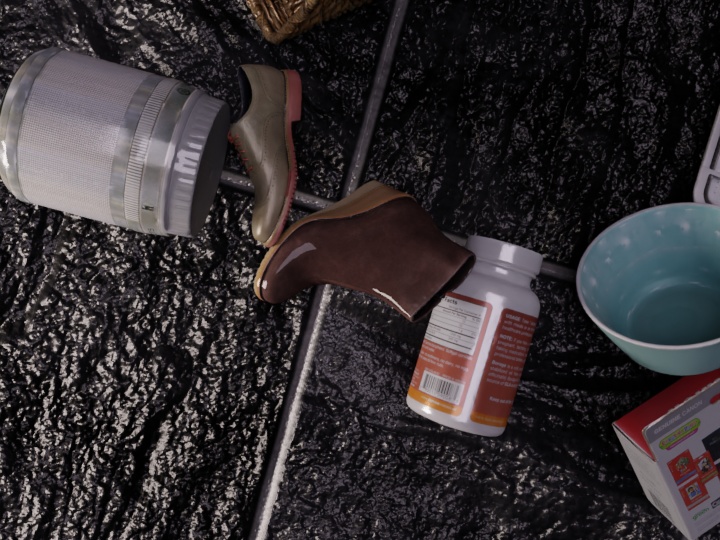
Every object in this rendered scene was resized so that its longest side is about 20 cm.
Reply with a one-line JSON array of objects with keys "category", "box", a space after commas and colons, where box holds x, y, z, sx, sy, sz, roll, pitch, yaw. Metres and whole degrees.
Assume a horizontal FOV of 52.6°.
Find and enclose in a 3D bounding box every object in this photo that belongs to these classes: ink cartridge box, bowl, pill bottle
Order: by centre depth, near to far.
[{"category": "bowl", "box": [0.342, 0.033, 0.783, 0.201, 0.201, 0.105, -30, 130, -2]}, {"category": "pill bottle", "box": [0.130, 0.069, 0.795, 0.112, 0.112, 0.200, 17, 89, -3]}, {"category": "ink cartridge box", "box": [0.393, 0.163, 0.798, 0.200, 0.084, 0.176, -32, 114, -3]}]

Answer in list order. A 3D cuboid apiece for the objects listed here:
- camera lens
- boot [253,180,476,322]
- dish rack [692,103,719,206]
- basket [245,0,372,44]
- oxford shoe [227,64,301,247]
[{"category": "camera lens", "box": [-0.250, -0.128, 0.746, 0.200, 0.160, 0.160, 14, 90, -3]}, {"category": "boot", "box": [0.000, 0.000, 0.770, 0.200, 0.072, 0.166, -40, 55, -8]}, {"category": "dish rack", "box": [0.479, -0.134, 0.846, 0.171, 0.044, 0.200, 18, 90, -3]}, {"category": "basket", "box": [-0.075, -0.365, 0.761, 0.149, 0.143, 0.200, -24, 92, -3]}, {"category": "oxford shoe", "box": [-0.111, -0.125, 0.787, 0.075, 0.070, 0.200, 7, 76, -28]}]
